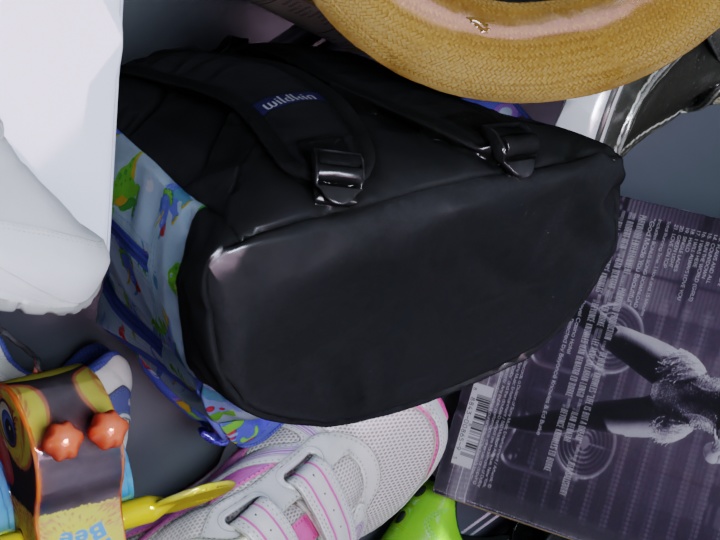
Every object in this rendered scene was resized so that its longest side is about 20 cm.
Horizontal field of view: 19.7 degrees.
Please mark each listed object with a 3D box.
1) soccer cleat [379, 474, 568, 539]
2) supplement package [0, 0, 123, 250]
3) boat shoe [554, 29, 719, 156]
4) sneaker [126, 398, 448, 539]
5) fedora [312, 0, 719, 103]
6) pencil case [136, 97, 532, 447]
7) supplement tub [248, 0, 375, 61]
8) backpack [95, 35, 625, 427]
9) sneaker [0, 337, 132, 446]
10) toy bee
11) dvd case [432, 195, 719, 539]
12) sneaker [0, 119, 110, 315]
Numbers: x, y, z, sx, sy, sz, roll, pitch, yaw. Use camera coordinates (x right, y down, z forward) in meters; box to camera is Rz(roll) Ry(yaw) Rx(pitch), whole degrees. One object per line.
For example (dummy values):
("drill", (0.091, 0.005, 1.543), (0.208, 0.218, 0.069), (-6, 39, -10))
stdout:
("soccer cleat", (0.092, 0.166, 0.969), (0.200, 0.067, 0.081), (32, 83, -24))
("supplement package", (-0.175, -0.097, 0.721), (0.150, 0.200, 0.153), (0, 105, -19))
("boat shoe", (0.145, -0.105, 0.855), (0.064, 0.071, 0.200), (31, 60, 13))
("sneaker", (-0.041, 0.117, 0.892), (0.200, 0.088, 0.082), (-36, 114, -6))
("fedora", (0.055, -0.155, 0.693), (0.200, 0.082, 0.202), (-4, 104, -15))
("pencil case", (0.000, 0.000, 0.877), (0.199, 0.078, 0.087), (-31, 92, -7))
("supplement tub", (0.004, -0.160, 0.795), (0.199, 0.145, 0.146), (24, 97, -24))
("backpack", (-0.027, -0.019, 0.739), (0.163, 0.200, 0.154), (-15, 128, -28))
("sneaker", (-0.188, 0.047, 0.840), (0.199, 0.075, 0.089), (16, 86, -27))
("toy bee", (-0.120, 0.081, 0.776), (0.131, 0.109, 0.201), (-35, 108, -19))
("dvd case", (0.135, 0.050, 0.873), (0.016, 0.199, 0.149), (19, 86, -55))
("sneaker", (-0.144, -0.060, 0.595), (0.200, 0.074, 0.087), (41, 85, -24))
